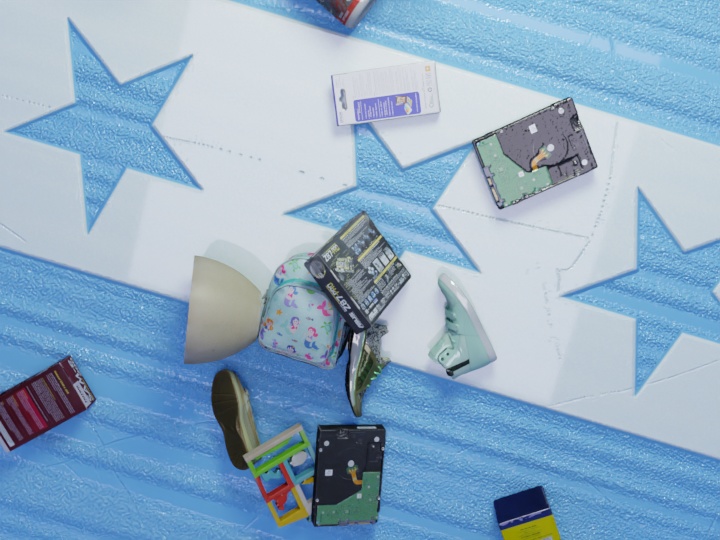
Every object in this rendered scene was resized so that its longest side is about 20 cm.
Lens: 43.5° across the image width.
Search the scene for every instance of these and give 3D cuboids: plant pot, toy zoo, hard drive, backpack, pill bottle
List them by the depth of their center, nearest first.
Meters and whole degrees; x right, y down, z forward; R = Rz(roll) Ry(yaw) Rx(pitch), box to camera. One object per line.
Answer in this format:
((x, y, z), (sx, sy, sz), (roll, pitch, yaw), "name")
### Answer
((-0.058, -0.539, 1.606), (0.199, 0.116, 0.116), (40, 100, -4), "pill bottle")
((0.323, -0.217, 1.678), (0.197, 0.038, 0.142), (-24, 98, 6), "hard drive")
((-0.256, 0.079, 1.694), (0.132, 0.200, 0.204), (5, 101, -10), "plant pot")
((-0.098, 0.071, 1.705), (0.175, 0.151, 0.203), (18, 95, 6), "backpack")
((-0.136, 0.421, 1.796), (0.130, 0.020, 0.203), (-27, 109, -14), "toy zoo")
((-0.025, 0.407, 1.797), (0.137, 0.038, 0.204), (1, 100, -14), "hard drive")

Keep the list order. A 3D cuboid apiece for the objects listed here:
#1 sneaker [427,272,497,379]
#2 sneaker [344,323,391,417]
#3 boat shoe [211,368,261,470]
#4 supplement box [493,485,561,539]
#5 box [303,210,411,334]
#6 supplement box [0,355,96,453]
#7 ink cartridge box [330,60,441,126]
((0.170, 0.113, 1.730), (0.117, 0.074, 0.203), (-28, 100, 1), "sneaker")
((0.017, 0.191, 1.759), (0.087, 0.077, 0.204), (3, 103, -7), "sneaker")
((-0.242, 0.291, 1.798), (0.072, 0.063, 0.204), (-14, 93, 32), "boat shoe")
((0.347, 0.552, 1.785), (0.108, 0.109, 0.203), (-18, 99, 6), "supplement box")
((0.000, 0.000, 1.659), (0.049, 0.200, 0.162), (-30, 101, 36), "box")
((-0.645, 0.267, 1.805), (0.198, 0.061, 0.110), (-27, 99, 8), "supplement box")
((0.048, -0.329, 1.679), (0.196, 0.037, 0.096), (-7, 101, 1), "ink cartridge box")
